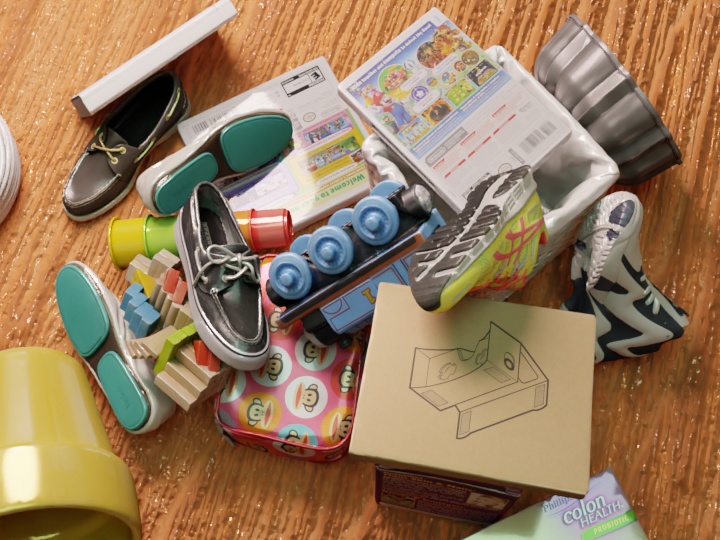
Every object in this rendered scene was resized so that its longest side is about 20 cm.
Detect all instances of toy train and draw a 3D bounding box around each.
[{"bbox_3d":[0.000,0.000,0.950,0.198,0.087,0.115,-32,97,25],"label":"toy train"}]

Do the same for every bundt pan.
[{"bbox_3d":[0.260,-0.175,1.089,0.075,0.201,0.204,-37,71,12],"label":"bundt pan"}]

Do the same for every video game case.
[{"bbox_3d":[0.092,-0.158,0.997,0.143,0.018,0.200,-40,73,-14],"label":"video game case"},{"bbox_3d":[-0.089,-0.135,1.157,0.197,0.022,0.184,-26,71,-10],"label":"video game case"}]

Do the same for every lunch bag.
[{"bbox_3d":[-0.076,0.088,1.038,0.172,0.082,0.204,11,70,5],"label":"lunch bag"}]

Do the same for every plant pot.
[{"bbox_3d":[-0.318,0.187,0.952,0.197,0.202,0.191,-14,55,-5],"label":"plant pot"}]

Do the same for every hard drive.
[{"bbox_3d":[-0.240,-0.243,1.148,0.199,0.132,0.027,-38,108,-13],"label":"hard drive"}]

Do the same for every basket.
[{"bbox_3d":[0.129,-0.086,1.062,0.197,0.161,0.201,-36,73,-13],"label":"basket"}]

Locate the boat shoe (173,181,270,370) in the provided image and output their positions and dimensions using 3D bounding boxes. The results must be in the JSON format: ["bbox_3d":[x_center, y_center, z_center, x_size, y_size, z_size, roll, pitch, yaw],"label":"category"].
[{"bbox_3d":[-0.130,0.000,0.983,0.072,0.068,0.202,2,51,-29],"label":"boat shoe"}]

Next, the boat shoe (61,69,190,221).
[{"bbox_3d":[-0.274,-0.147,1.142,0.071,0.061,0.202,33,72,12],"label":"boat shoe"}]

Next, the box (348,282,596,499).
[{"bbox_3d":[0.099,0.097,0.849,0.195,0.021,0.166,9,60,4],"label":"box"}]

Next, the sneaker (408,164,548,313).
[{"bbox_3d":[0.117,-0.012,0.879,0.200,0.077,0.091,-43,113,-40],"label":"sneaker"}]

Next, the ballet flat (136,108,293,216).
[{"bbox_3d":[-0.166,-0.130,1.106,0.199,0.070,0.070,-36,72,-27],"label":"ballet flat"}]

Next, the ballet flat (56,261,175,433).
[{"bbox_3d":[-0.256,0.081,1.048,0.069,0.070,0.202,-29,72,-11],"label":"ballet flat"}]

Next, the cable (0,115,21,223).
[{"bbox_3d":[-0.486,-0.113,1.127,0.199,0.069,0.201,-36,73,-12],"label":"cable"}]

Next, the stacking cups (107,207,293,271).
[{"bbox_3d":[-0.172,-0.039,1.081,0.195,0.061,0.062,-6,68,9],"label":"stacking cups"}]

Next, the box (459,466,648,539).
[{"bbox_3d":[0.198,0.321,0.938,0.173,0.097,0.203,-23,71,-8],"label":"box"}]

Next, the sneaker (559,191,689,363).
[{"bbox_3d":[0.285,0.014,1.022,0.127,0.203,0.080,4,27,-10],"label":"sneaker"}]

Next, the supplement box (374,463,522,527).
[{"bbox_3d":[0.083,0.168,0.942,0.128,0.201,0.105,11,69,4],"label":"supplement box"}]

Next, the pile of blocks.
[{"bbox_3d":[-0.194,0.044,0.998,0.081,0.063,0.201,-2,43,-40],"label":"pile of blocks"}]
